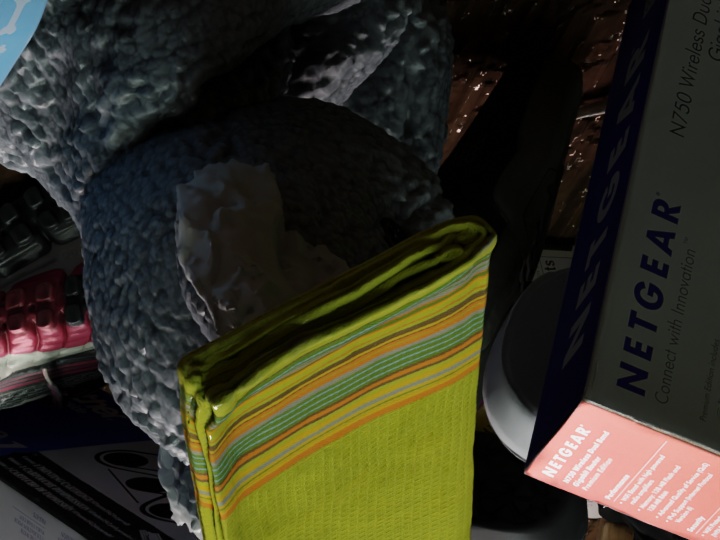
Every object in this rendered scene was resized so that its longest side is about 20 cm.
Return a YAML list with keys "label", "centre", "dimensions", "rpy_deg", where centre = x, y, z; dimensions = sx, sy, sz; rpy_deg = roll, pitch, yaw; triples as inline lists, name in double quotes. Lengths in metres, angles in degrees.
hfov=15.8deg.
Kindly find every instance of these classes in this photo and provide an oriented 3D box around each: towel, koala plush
- label: "towel"
  centre: [-0.003, 0.058, 0.703]
  dimensions: [0.086, 0.018, 0.200]
  rpy_deg: [-27, 153, -14]
- label: "koala plush"
  centre: [-0.038, -0.024, 0.754]
  dimensions: [0.183, 0.201, 0.178]
  rpy_deg: [-5, 151, -11]

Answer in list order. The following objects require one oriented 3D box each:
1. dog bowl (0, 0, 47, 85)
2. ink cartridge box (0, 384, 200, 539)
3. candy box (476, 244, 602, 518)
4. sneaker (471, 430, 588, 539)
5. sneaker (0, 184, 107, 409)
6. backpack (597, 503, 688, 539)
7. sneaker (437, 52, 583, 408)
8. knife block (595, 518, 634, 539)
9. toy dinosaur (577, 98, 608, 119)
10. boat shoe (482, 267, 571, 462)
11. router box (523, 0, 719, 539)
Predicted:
- label: "dog bowl"
  centre: [-0.144, -0.076, 0.726]
  dimensions: [0.049, 0.112, 0.200]
  rpy_deg: [-8, 154, -36]
- label: "ink cartridge box"
  centre: [-0.099, 0.088, 0.953]
  dimensions: [0.094, 0.044, 0.200]
  rpy_deg: [-3, -164, -35]
- label: "candy box"
  centre: [0.119, 0.051, 1.093]
  dimensions: [0.199, 0.061, 0.136]
  rpy_deg: [3, 148, -24]
- label: "sneaker"
  centre: [-0.002, 0.101, 1.037]
  dimensions: [0.199, 0.072, 0.083]
  rpy_deg: [17, 135, 21]
- label: "sneaker"
  centre: [-0.138, 0.028, 0.937]
  dimensions: [0.199, 0.081, 0.075]
  rpy_deg: [-17, 153, 10]
- label: "backpack"
  centre: [0.213, 0.090, 1.009]
  dimensions: [0.200, 0.127, 0.167]
  rpy_deg: [35, 99, -38]
- label: "sneaker"
  centre: [0.000, 0.000, 0.885]
  dimensions: [0.114, 0.200, 0.076]
  rpy_deg: [26, 170, 9]
- label: "knife block"
  centre: [0.120, 0.145, 1.125]
  dimensions: [0.175, 0.064, 0.200]
  rpy_deg: [6, -170, -39]
- label: "toy dinosaur"
  centre: [0.176, -0.041, 0.925]
  dimensions: [0.101, 0.200, 0.058]
  rpy_deg: [-39, 154, -48]
- label: "boat shoe"
  centre: [0.085, 0.031, 0.885]
  dimensions: [0.068, 0.074, 0.199]
  rpy_deg: [-54, 175, 31]
- label: "router box"
  centre: [0.158, 0.006, 0.824]
  dimensions: [0.179, 0.201, 0.049]
  rpy_deg: [21, 144, -8]
